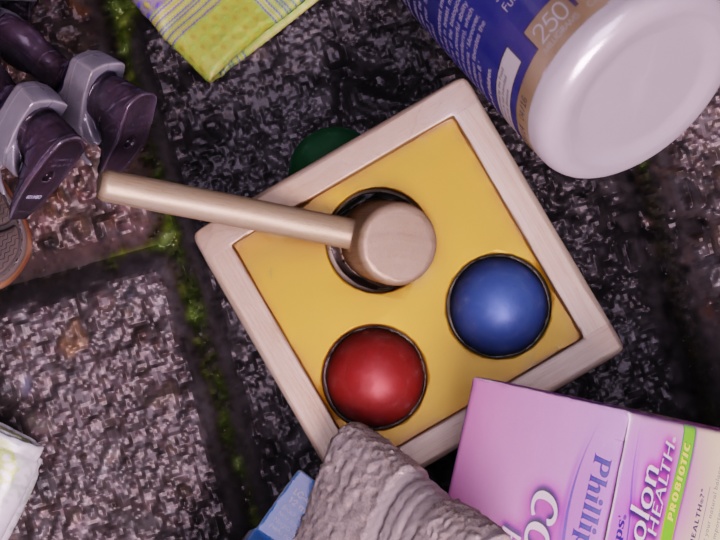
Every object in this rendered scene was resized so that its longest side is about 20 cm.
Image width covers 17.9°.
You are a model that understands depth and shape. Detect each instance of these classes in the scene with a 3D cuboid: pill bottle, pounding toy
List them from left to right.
[{"bbox_3d":[0.000,0.000,1.138,0.184,0.142,0.200,-30,89,-2],"label":"pounding toy"},{"bbox_3d":[0.082,-0.148,1.125,0.116,0.116,0.200,-38,57,-2],"label":"pill bottle"}]

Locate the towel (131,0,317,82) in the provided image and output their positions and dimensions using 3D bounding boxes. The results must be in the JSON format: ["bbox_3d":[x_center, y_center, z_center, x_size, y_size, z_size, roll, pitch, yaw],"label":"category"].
[{"bbox_3d":[-0.093,-0.215,1.206,0.144,0.023,0.200,-39,88,-3],"label":"towel"}]

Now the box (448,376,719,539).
[{"bbox_3d":[0.131,0.157,1.100,0.097,0.200,0.176,11,88,42],"label":"box"}]

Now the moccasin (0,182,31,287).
[{"bbox_3d":[-0.255,-0.055,1.169,0.201,0.078,0.074,28,75,6],"label":"moccasin"}]

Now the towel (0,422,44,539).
[{"bbox_3d":[-0.279,0.139,1.178,0.171,0.048,0.200,27,88,1],"label":"towel"}]

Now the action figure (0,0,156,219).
[{"bbox_3d":[-0.195,-0.121,1.143,0.200,0.130,0.069,48,129,23],"label":"action figure"}]

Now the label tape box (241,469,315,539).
[{"bbox_3d":[-0.035,0.224,1.168,0.143,0.066,0.200,36,89,1],"label":"label tape box"}]

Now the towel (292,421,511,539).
[{"bbox_3d":[-0.003,0.183,1.059,0.034,0.132,0.200,9,106,-38],"label":"towel"}]
